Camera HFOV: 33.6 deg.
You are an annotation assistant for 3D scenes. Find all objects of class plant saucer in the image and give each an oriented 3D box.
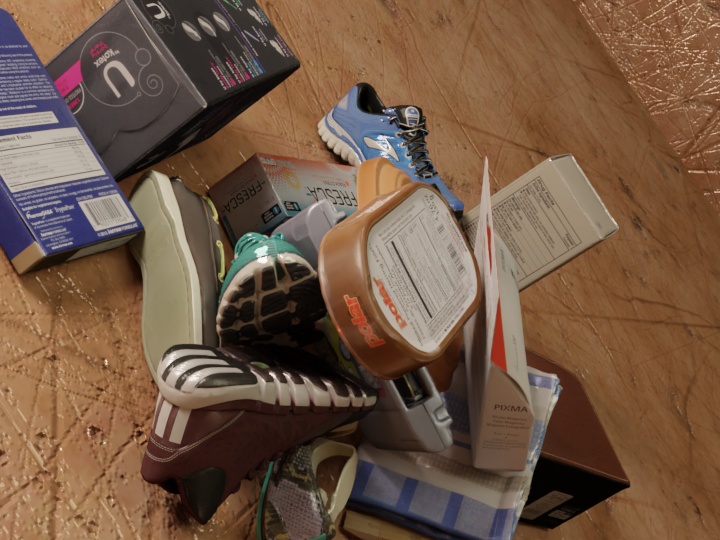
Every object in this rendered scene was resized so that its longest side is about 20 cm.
[{"bbox_3d":[0.045,0.002,0.980,0.200,0.032,0.200,-16,90,-77],"label":"plant saucer"}]

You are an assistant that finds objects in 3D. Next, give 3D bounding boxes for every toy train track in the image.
[{"bbox_3d":[0.044,0.208,0.979,0.115,0.033,0.200,17,23,0],"label":"toy train track"}]

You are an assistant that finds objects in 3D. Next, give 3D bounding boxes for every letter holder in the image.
[{"bbox_3d":[0.150,0.155,1.158,0.200,0.101,0.142,24,38,-48],"label":"letter holder"}]

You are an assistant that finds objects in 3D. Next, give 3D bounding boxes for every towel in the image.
[{"bbox_3d":[0.080,0.138,1.001,0.147,0.024,0.200,19,44,9],"label":"towel"}]

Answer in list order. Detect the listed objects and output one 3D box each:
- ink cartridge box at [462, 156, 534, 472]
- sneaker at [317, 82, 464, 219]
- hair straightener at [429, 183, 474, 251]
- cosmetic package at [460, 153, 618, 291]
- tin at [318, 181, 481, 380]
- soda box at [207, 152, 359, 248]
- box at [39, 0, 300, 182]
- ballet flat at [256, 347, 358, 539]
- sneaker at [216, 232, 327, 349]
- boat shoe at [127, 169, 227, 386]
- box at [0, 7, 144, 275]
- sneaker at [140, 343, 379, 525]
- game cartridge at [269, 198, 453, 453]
[{"bbox_3d":[0.115,0.037,0.949,0.057,0.200,0.163,5,44,-4],"label":"ink cartridge box"},{"bbox_3d":[0.039,-0.125,1.247,0.200,0.089,0.079,47,28,25],"label":"sneaker"},{"bbox_3d":[0.089,-0.011,1.126,0.200,0.041,0.077,58,2,-40],"label":"hair straightener"},{"bbox_3d":[0.158,-0.028,1.267,0.103,0.200,0.087,60,26,5],"label":"cosmetic package"},{"bbox_3d":[0.033,0.002,0.843,0.112,0.042,0.200,59,28,-6],"label":"tin"},{"bbox_3d":[-0.048,-0.058,1.102,0.200,0.064,0.068,0,60,-59],"label":"soda box"},{"bbox_3d":[-0.154,-0.161,0.971,0.106,0.122,0.200,54,25,-5],"label":"box"},{"bbox_3d":[-0.035,0.128,0.896,0.072,0.072,0.200,41,31,-29],"label":"ballet flat"},{"bbox_3d":[-0.070,0.010,0.842,0.200,0.077,0.080,104,-31,-77],"label":"sneaker"},{"bbox_3d":[-0.124,0.010,0.874,0.061,0.072,0.201,17,42,-37],"label":"boat shoe"},{"bbox_3d":[-0.245,-0.097,0.842,0.200,0.032,0.121,59,25,3],"label":"box"},{"bbox_3d":[-0.076,0.113,0.809,0.076,0.116,0.200,29,11,38],"label":"sneaker"},{"bbox_3d":[-0.004,0.048,0.907,0.200,0.041,0.133,63,-15,-1],"label":"game cartridge"}]
